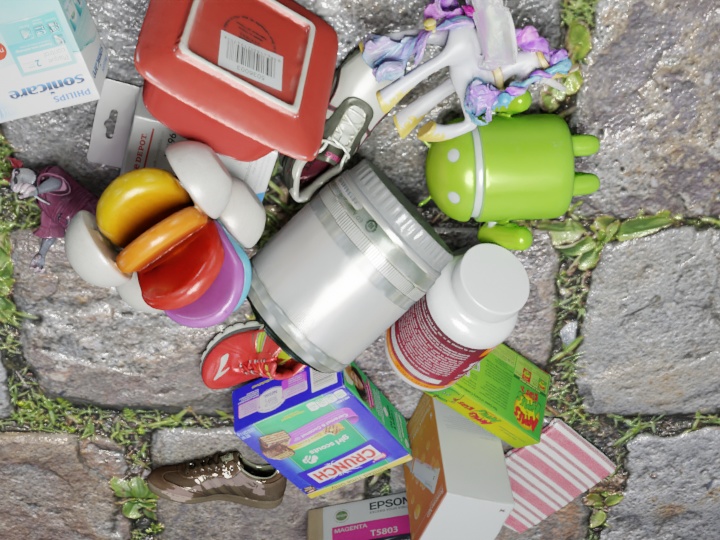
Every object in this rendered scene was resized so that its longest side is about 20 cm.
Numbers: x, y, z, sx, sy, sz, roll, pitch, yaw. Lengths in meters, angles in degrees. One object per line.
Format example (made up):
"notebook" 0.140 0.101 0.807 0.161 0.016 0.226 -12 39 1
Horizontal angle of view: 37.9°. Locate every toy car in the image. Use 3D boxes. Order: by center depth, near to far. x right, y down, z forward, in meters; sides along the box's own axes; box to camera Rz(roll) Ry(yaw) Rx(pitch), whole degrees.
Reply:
"toy car" -0.176 -0.016 1.044 0.174 0.151 0.200 -36 154 4

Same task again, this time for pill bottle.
"pill bottle" 0.111 0.054 1.211 0.112 0.114 0.200 14 149 -15

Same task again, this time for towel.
"towel" 0.262 0.306 1.563 0.200 0.030 0.146 -39 121 21

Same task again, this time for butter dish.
"butter dish" -0.141 -0.191 1.057 0.199 0.201 0.148 26 140 -23

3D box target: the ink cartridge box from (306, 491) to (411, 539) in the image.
"ink cartridge box" 0.023 0.419 1.544 0.198 0.165 0.076 -12 126 5

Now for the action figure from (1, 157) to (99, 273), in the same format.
"action figure" -0.312 -0.071 1.181 0.199 0.149 0.134 38 143 0

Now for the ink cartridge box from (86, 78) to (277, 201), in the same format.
"ink cartridge box" -0.200 -0.126 1.162 0.198 0.068 0.117 13 126 -14

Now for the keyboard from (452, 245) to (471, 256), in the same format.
"keyboard" 0.052 0.023 1.282 0.198 0.011 0.057 -20 136 -22

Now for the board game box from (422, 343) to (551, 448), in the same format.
"board game box" 0.159 0.142 1.372 0.199 0.102 0.047 33 146 -26

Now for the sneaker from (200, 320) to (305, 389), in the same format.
"sneaker" -0.121 0.109 1.341 0.198 0.085 0.077 -24 125 14

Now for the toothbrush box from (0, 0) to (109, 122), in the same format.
"toothbrush box" -0.355 -0.257 1.038 0.145 0.086 0.201 -11 129 5

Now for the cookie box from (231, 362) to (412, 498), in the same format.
"cookie box" -0.049 0.209 1.414 0.170 0.076 0.200 -25 134 17

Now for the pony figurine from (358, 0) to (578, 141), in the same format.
"pony figurine" 0.104 -0.224 1.048 0.198 0.167 0.194 -20 130 12

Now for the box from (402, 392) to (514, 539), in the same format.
"box" 0.125 0.268 1.411 0.097 0.201 0.125 13 126 -14

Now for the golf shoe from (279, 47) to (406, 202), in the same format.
"golf shoe" -0.014 -0.156 1.141 0.077 0.088 0.200 28 120 -21

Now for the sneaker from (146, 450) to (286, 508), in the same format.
"sneaker" -0.203 0.287 1.500 0.198 0.071 0.076 8 108 -14

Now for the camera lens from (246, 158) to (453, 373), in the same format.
"camera lens" -0.019 -0.001 1.143 0.200 0.160 0.160 -43 121 8

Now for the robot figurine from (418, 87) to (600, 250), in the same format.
"robot figurine" 0.162 -0.114 1.166 0.198 0.116 0.178 -2 100 -4
